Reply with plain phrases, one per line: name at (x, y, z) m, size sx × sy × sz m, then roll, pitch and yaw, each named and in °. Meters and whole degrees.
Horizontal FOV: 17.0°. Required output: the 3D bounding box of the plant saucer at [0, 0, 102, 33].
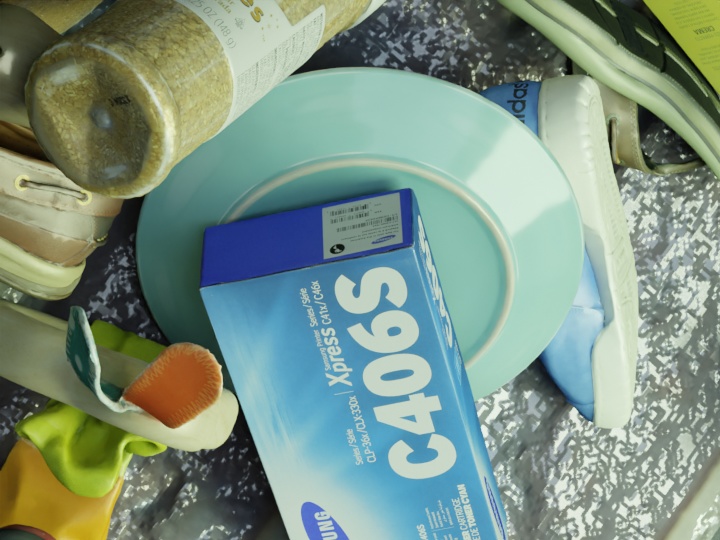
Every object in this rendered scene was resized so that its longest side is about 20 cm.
plant saucer at (-0.178, -0.174, 0.978) m, size 0.199 × 0.035 × 0.201 m, roll -2°, pitch 112°, yaw -4°

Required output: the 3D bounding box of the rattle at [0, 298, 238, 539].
rattle at (-0.120, 0.083, 0.991) m, size 0.130 × 0.200 × 0.143 m, roll 40°, pitch 84°, yaw -22°

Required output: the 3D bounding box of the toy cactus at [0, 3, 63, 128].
toy cactus at (-0.174, -0.093, 0.936) m, size 0.165 × 0.102 × 0.201 m, roll 27°, pitch 72°, yaw -38°

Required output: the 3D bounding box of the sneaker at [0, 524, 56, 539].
sneaker at (-0.126, 0.173, 1.049) m, size 0.071 × 0.098 × 0.201 m, roll -1°, pitch 130°, yaw 17°

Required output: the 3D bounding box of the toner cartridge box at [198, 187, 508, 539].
toner cartridge box at (0.001, 0.061, 1.066) m, size 0.095 × 0.043 × 0.200 m, roll -11°, pitch 128°, yaw 10°

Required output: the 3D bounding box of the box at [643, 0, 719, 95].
box at (0.158, -0.161, 1.130) m, size 0.200 × 0.050 × 0.075 m, roll 48°, pitch 61°, yaw -20°

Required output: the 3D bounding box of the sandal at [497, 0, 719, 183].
sandal at (0.118, -0.088, 1.133) m, size 0.201 × 0.080 × 0.057 m, roll 38°, pitch 112°, yaw -21°

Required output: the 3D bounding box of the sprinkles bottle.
sprinkles bottle at (-0.055, -0.100, 0.979) m, size 0.200 × 0.068 × 0.068 m, roll -45°, pitch 118°, yaw -50°

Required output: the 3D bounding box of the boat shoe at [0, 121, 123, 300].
boat shoe at (-0.186, -0.062, 1.003) m, size 0.200 × 0.072 × 0.068 m, roll 30°, pitch 107°, yaw -29°

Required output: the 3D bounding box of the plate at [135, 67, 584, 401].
plate at (0.000, 0.000, 1.061) m, size 0.199 × 0.026 × 0.201 m, roll -1°, pitch 128°, yaw -1°

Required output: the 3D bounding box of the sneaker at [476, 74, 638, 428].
sneaker at (0.067, -0.004, 1.124) m, size 0.111 × 0.077 × 0.200 m, roll -4°, pitch 135°, yaw 14°
